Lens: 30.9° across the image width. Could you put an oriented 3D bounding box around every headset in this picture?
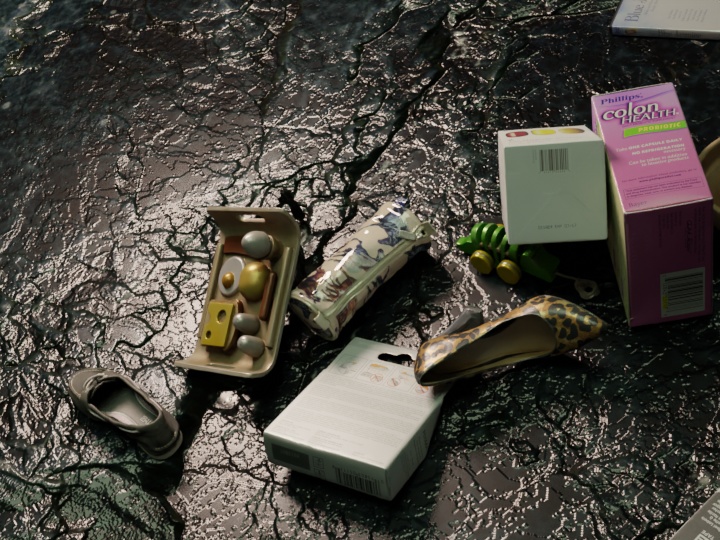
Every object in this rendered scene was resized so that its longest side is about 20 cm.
[{"bbox_3d":[-0.118,-0.013,1.658,0.122,0.094,0.202,4,64,24],"label":"headset"}]

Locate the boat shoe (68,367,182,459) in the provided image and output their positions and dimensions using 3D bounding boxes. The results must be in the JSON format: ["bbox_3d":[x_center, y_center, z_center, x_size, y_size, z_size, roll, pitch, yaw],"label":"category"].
[{"bbox_3d":[-0.286,0.155,1.550,0.199,0.057,0.067,27,61,37],"label":"boat shoe"}]

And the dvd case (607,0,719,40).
[{"bbox_3d":[0.460,-0.374,1.816,0.198,0.018,0.143,8,52,27],"label":"dvd case"}]

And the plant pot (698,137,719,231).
[{"bbox_3d":[0.474,-0.075,1.458,0.198,0.093,0.202,-9,39,7],"label":"plant pot"}]

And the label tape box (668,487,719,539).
[{"bbox_3d":[0.324,0.308,1.171,0.199,0.066,0.143,-38,46,-19],"label":"label tape box"}]

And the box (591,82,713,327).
[{"bbox_3d":[0.325,-0.074,1.457,0.096,0.177,0.201,-10,44,5],"label":"box"}]

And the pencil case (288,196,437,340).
[{"bbox_3d":[0.000,0.000,1.575,0.200,0.078,0.089,-44,13,-23],"label":"pencil case"}]

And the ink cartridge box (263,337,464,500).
[{"bbox_3d":[0.011,0.161,1.458,0.161,0.058,0.200,12,32,29],"label":"ink cartridge box"}]

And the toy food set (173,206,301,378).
[{"bbox_3d":[-0.154,0.024,1.555,0.142,0.060,0.202,3,77,43],"label":"toy food set"}]

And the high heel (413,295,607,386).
[{"bbox_3d":[0.159,0.090,1.417,0.198,0.072,0.142,-2,27,38],"label":"high heel"}]

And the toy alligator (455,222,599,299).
[{"bbox_3d":[0.193,-0.020,1.544,0.199,0.055,0.059,21,58,35],"label":"toy alligator"}]

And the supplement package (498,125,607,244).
[{"bbox_3d":[0.217,-0.102,1.500,0.112,0.111,0.200,-3,11,4],"label":"supplement package"}]
